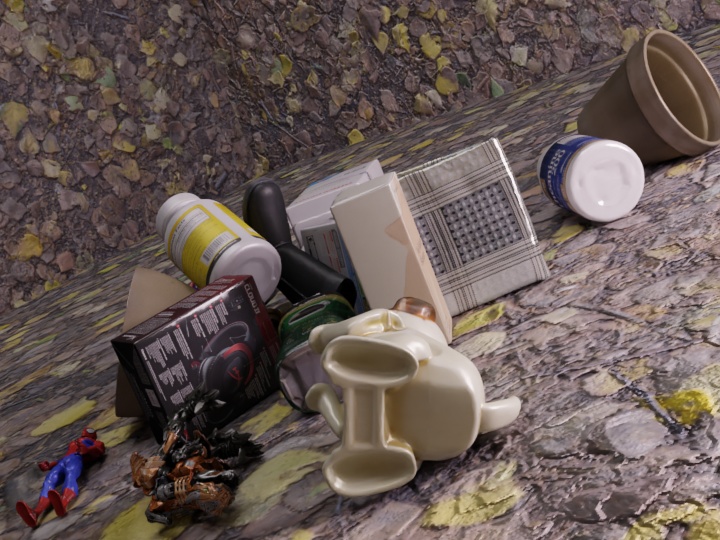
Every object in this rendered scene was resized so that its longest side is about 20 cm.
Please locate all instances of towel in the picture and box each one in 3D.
[{"bbox_3d":[0.113,-0.045,1.149,0.198,0.194,0.035,-21,2,10],"label":"towel"}]

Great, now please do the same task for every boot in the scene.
[{"bbox_3d":[-0.085,-0.019,1.273,0.065,0.166,0.200,-25,42,-25],"label":"boot"}]

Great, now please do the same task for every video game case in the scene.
[{"bbox_3d":[0.000,0.000,1.260,0.018,0.145,0.199,-19,7,-41],"label":"video game case"}]

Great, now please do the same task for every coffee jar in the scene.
[{"bbox_3d":[-0.047,0.092,1.104,0.103,0.086,0.200,-24,14,3],"label":"coffee jar"}]

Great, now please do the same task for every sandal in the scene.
[{"bbox_3d":[-0.143,0.080,1.382,0.080,0.054,0.200,-19,14,17],"label":"sandal"}]

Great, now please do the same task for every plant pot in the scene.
[{"bbox_3d":[0.442,-0.245,1.439,0.200,0.201,0.173,-35,2,-44],"label":"plant pot"},{"bbox_3d":[-0.250,0.103,1.245,0.133,0.203,0.200,7,9,-10],"label":"plant pot"}]

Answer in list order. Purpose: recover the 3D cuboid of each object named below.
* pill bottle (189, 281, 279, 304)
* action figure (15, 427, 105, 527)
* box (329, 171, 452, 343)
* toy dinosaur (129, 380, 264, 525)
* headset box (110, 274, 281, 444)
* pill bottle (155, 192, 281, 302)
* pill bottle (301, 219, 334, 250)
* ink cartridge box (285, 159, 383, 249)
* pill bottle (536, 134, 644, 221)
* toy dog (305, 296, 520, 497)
[{"bbox_3d":[-0.212,0.039,1.450,0.111,0.112,0.200,-35,-5,-43],"label":"pill bottle"},{"bbox_3d":[-0.361,0.242,1.135,0.065,0.052,0.200,-25,10,6],"label":"action figure"},{"bbox_3d":[0.038,-0.005,1.085,0.077,0.202,0.095,-20,13,11],"label":"box"},{"bbox_3d":[-0.183,0.195,0.932,0.198,0.103,0.136,14,51,34],"label":"toy dinosaur"},{"bbox_3d":[-0.184,0.106,1.141,0.199,0.150,0.075,-33,19,-34],"label":"headset box"},{"bbox_3d":[-0.207,-0.032,1.291,0.111,0.112,0.200,-29,44,-25],"label":"pill bottle"},{"bbox_3d":[-0.032,-0.016,1.441,0.113,0.115,0.200,-15,15,32],"label":"pill bottle"},{"bbox_3d":[-0.025,-0.092,1.659,0.145,0.147,0.200,-18,14,17],"label":"ink cartridge box"},{"bbox_3d":[0.323,-0.139,1.333,0.110,0.112,0.200,-23,13,-1],"label":"pill bottle"},{"bbox_3d":[0.040,0.092,0.853,0.192,0.141,0.200,-9,13,0],"label":"toy dog"}]
